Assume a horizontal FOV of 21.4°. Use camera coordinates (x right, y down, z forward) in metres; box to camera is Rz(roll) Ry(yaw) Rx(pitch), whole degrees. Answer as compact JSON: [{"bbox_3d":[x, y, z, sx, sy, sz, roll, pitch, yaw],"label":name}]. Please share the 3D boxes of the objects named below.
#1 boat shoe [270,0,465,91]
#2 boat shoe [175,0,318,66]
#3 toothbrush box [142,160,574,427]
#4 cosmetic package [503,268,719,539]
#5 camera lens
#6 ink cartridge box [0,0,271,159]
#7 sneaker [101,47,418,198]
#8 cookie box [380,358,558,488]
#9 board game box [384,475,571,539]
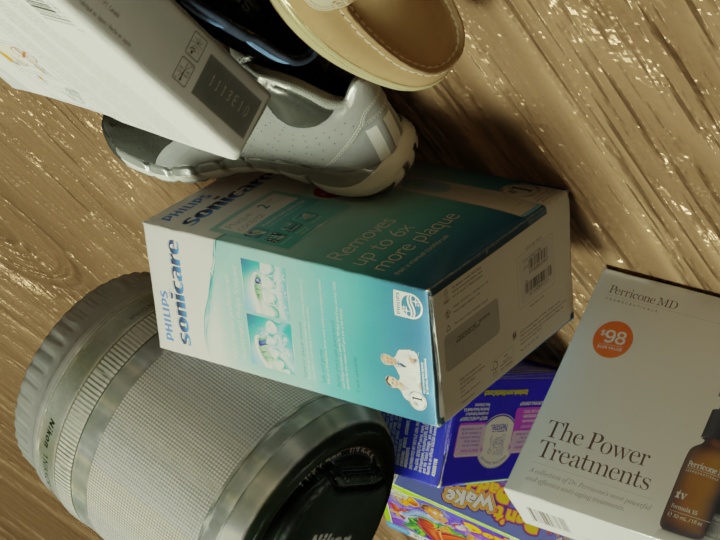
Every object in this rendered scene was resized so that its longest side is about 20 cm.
[{"bbox_3d":[-0.012,-0.154,0.858,0.200,0.072,0.064,42,156,-31],"label":"boat shoe"},{"bbox_3d":[-0.073,-0.166,0.909,0.069,0.084,0.200,36,-178,37],"label":"boat shoe"},{"bbox_3d":[0.000,0.000,1.078,0.199,0.146,0.086,13,120,35],"label":"toothbrush box"},{"bbox_3d":[0.201,0.095,1.068,0.199,0.151,0.052,15,155,29],"label":"cosmetic package"},{"bbox_3d":[-0.091,0.111,1.153,0.199,0.160,0.160,33,164,29],"label":"camera lens"},{"bbox_3d":[-0.163,-0.134,0.945,0.173,0.044,0.200,21,168,36],"label":"ink cartridge box"},{"bbox_3d":[-0.070,-0.106,1.063,0.198,0.075,0.116,6,147,24],"label":"sneaker"},{"bbox_3d":[0.020,0.081,1.275,0.199,0.076,0.171,15,-174,34],"label":"cookie box"},{"bbox_3d":[0.115,0.216,1.612,0.199,0.045,0.135,22,159,15],"label":"board game box"}]
